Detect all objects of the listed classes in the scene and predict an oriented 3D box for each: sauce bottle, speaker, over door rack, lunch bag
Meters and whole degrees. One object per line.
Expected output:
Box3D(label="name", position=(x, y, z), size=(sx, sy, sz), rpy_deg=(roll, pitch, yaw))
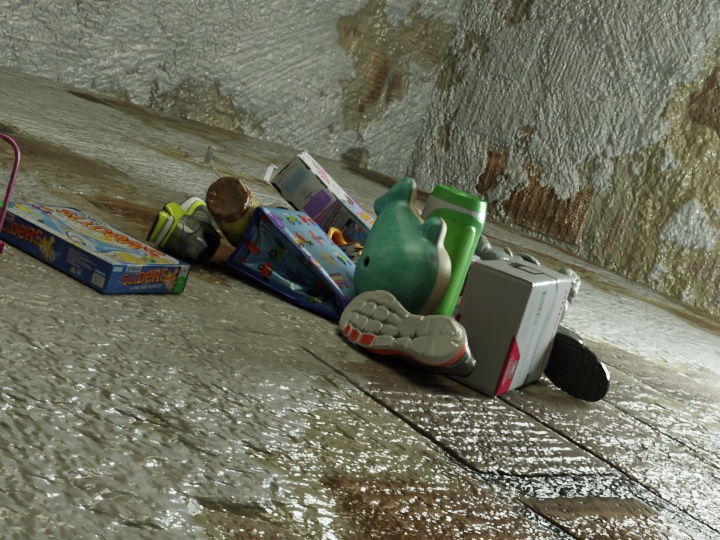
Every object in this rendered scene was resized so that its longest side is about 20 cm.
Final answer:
Box3D(label="sauce bottle", position=(-0.161, -0.062, 1.437), size=(0.065, 0.066, 0.200), rpy_deg=(22, -17, 16))
Box3D(label="speaker", position=(0.105, -0.010, 1.413), size=(0.088, 0.202, 0.088), rpy_deg=(18, 9, -3))
Box3D(label="over door rack", position=(-0.194, -0.132, 1.874), size=(0.147, 0.067, 0.201), rpy_deg=(14, 30, -37))
Box3D(label="lunch bag", position=(-0.053, 0.005, 1.406), size=(0.199, 0.095, 0.150), rpy_deg=(34, 12, 18))

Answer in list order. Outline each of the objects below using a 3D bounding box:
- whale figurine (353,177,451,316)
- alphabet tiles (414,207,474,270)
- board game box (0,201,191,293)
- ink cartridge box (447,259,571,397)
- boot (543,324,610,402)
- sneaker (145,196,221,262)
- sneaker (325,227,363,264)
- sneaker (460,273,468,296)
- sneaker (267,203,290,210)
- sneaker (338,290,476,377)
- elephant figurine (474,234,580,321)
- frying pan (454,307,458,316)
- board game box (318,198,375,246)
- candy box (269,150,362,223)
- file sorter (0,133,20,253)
Box3D(label="whale figurine", position=(0.041, -0.029, 1.340), size=(0.103, 0.159, 0.202), rpy_deg=(17, 54, -36))
Box3D(label="alphabet tiles", position=(0.122, -0.036, 1.830), size=(0.196, 0.015, 0.199), rpy_deg=(50, -21, -23))
Box3D(label="board game box", position=(-0.310, -0.027, 1.182), size=(0.199, 0.035, 0.135), rpy_deg=(24, 11, 26))
Box3D(label="ink cartridge box", position=(0.188, 0.067, 1.313), size=(0.083, 0.147, 0.200), rpy_deg=(20, 9, 23))
Box3D(label="boot", position=(0.287, 0.110, 1.452), size=(0.200, 0.070, 0.131), rpy_deg=(39, 18, 33))
Box3D(label="sneaker", position=(-0.227, -0.047, 1.414), size=(0.081, 0.074, 0.200), rpy_deg=(36, 12, 1))
Box3D(label="sneaker", position=(0.000, 0.000, 1.533), size=(0.199, 0.078, 0.078), rpy_deg=(27, 11, 33))
Box3D(label="sneaker", position=(0.099, 0.006, 1.773), size=(0.086, 0.075, 0.199), rpy_deg=(-3, 15, -40))
Box3D(label="sneaker", position=(-0.091, -0.053, 1.656), size=(0.105, 0.076, 0.200), rpy_deg=(22, 9, 17))
Box3D(label="sneaker", position=(0.055, 0.087, 1.234), size=(0.199, 0.077, 0.082), rpy_deg=(21, -23, 46))
Box3D(label="elephant figurine", position=(0.258, 0.018, 1.740), size=(0.199, 0.156, 0.142), rpy_deg=(29, 33, 9))
Box3D(label="frying pan", position=(0.193, 0.094, 1.522), size=(0.114, 0.031, 0.190), rpy_deg=(18, 13, -6))
Box3D(label="board game box", position=(0.037, -0.030, 1.650), size=(0.200, 0.062, 0.200), rpy_deg=(42, 15, 12))
Box3D(label="candy box", position=(-0.061, -0.115, 1.838), size=(0.200, 0.071, 0.168), rpy_deg=(46, 8, -6))
Box3D(label="file sorter", position=(-0.445, -0.092, 1.003), size=(0.138, 0.127, 0.200), rpy_deg=(21, 9, 12))
